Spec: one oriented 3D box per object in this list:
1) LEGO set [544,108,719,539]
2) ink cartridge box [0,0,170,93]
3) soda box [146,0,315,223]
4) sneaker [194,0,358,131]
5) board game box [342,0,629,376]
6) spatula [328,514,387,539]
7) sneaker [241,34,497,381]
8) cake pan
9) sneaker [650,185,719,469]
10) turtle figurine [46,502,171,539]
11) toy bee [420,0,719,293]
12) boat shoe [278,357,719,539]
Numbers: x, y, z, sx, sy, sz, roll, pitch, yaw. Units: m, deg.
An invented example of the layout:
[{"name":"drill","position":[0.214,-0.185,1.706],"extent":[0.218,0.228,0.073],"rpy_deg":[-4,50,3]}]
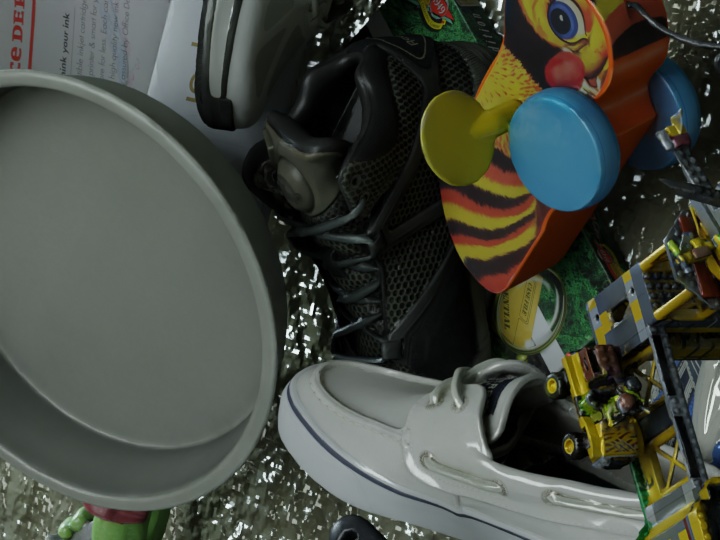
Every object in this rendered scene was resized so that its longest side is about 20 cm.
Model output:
[{"name":"LEGO set","position":[0.175,0.034,0.813],"extent":[0.116,0.200,0.154],"rpy_deg":[-43,46,51]},{"name":"ink cartridge box","position":[-0.144,-0.097,1.151],"extent":[0.067,0.200,0.117],"rpy_deg":[1,86,46]},{"name":"soda box","position":[-0.050,-0.119,1.116],"extent":[0.064,0.068,0.200],"rpy_deg":[13,85,2]},{"name":"sneaker","position":[0.007,-0.142,1.044],"extent":[0.115,0.076,0.201],"rpy_deg":[19,81,4]},{"name":"board game box","position":[0.045,-0.031,1.078],"extent":[0.105,0.023,0.200],"rpy_deg":[-46,56,30]},{"name":"spatula","position":[0.044,0.148,0.839],"extent":[0.057,0.021,0.200],"rpy_deg":[-53,47,10]},{"name":"sneaker","position":[0.000,0.000,1.025],"extent":[0.076,0.114,0.200],"rpy_deg":[9,94,48]},{"name":"cake pan","position":[-0.112,0.005,1.042],"extent":[0.200,0.037,0.201],"rpy_deg":[15,121,26]},{"name":"sneaker","position":[0.142,0.001,0.938],"extent":[0.085,0.077,0.200],"rpy_deg":[24,102,49]},{"name":"turtle figurine","position":[-0.149,0.131,1.174],"extent":[0.200,0.144,0.194],"rpy_deg":[28,102,40]},{"name":"toy bee","position":[0.086,-0.083,0.953],"extent":[0.200,0.131,0.109],"rpy_deg":[-39,78,29]},{"name":"boat shoe","position":[0.052,0.067,0.932],"extent":[0.200,0.072,0.066],"rpy_deg":[27,127,35]}]
